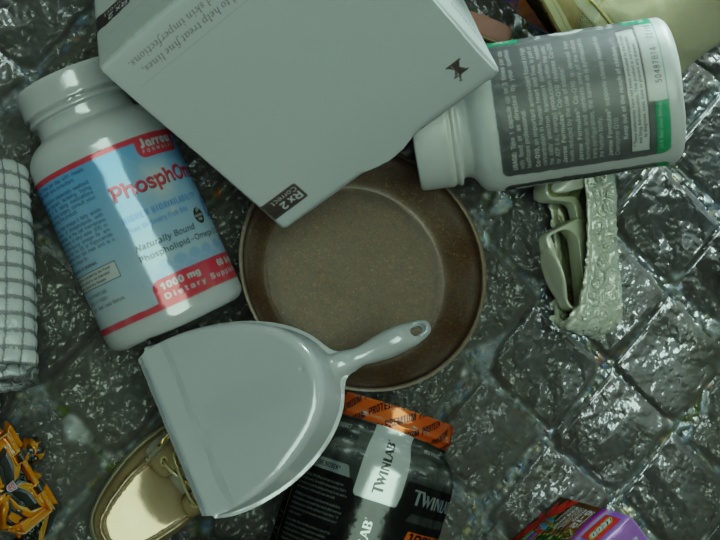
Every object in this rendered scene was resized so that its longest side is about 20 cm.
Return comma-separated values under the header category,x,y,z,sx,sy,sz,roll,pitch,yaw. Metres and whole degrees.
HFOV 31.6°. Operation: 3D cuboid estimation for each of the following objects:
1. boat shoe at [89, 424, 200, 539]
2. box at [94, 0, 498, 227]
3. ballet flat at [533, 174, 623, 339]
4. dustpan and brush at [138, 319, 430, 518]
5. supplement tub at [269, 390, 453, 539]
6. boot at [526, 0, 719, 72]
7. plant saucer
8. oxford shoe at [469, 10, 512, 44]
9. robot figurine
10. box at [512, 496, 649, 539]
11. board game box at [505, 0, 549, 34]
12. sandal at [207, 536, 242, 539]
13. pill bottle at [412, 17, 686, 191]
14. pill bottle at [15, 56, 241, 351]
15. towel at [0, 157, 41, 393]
category,x,y,z,sx,sy,sz,roll,pitch,yaw
boat shoe,-0.121,0.140,0.959,0.200,0.069,0.074,-42,96,-12
box,-0.047,-0.172,0.890,0.199,0.131,0.200,-35,130,16
ballet flat,0.174,-0.042,1.036,0.072,0.072,0.200,-6,87,-14
dustpan and brush,-0.042,0.079,0.921,0.200,0.057,0.140,-26,73,3
supplement tub,-0.004,0.199,0.956,0.122,0.123,0.200,19,83,-12
boot,0.219,-0.236,1.025,0.155,0.073,0.200,-38,111,10
plant saucer,0.000,0.000,0.998,0.200,0.037,0.201,5,72,-15
oxford shoe,0.023,-0.181,1.015,0.200,0.071,0.074,11,90,-11
robot figurine,-0.302,0.183,0.893,0.200,0.058,0.145,-37,115,-28
box,0.118,0.258,0.974,0.200,0.137,0.039,-39,96,-13
board game box,0.202,-0.293,1.077,0.158,0.039,0.200,24,82,-11
sandal,-0.170,0.238,0.922,0.200,0.048,0.075,-22,66,8
pill bottle,0.138,-0.122,0.971,0.200,0.113,0.113,-8,88,4
pill bottle,-0.175,-0.050,0.938,0.109,0.109,0.200,-25,93,-14
towel,-0.330,0.009,0.893,0.200,0.086,0.166,-2,71,-15
